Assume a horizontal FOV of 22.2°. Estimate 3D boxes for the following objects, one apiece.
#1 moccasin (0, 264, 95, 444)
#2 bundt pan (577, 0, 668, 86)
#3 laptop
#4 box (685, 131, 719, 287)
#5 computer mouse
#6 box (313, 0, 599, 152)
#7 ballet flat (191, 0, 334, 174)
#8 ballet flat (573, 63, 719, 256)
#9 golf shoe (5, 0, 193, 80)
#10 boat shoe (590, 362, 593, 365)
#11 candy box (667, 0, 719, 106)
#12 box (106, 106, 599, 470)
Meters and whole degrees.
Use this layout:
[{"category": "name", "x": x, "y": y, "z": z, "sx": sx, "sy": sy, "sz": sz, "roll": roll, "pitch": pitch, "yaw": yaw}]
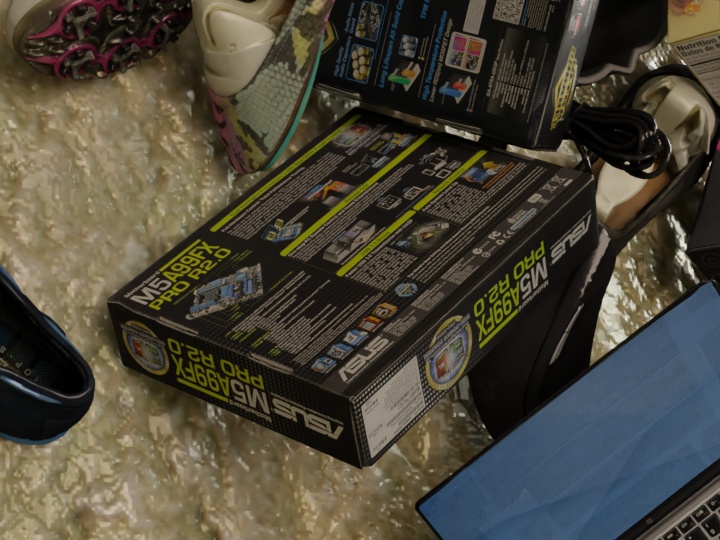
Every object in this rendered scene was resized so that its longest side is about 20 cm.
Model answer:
[{"category": "moccasin", "x": -0.196, "y": -0.004, "z": 0.837, "sx": 0.200, "sy": 0.068, "sz": 0.081, "roll": 38, "pitch": 57, "yaw": -16}, {"category": "bundt pan", "x": 0.087, "y": -0.190, "z": 1.078, "sx": 0.201, "sy": 0.076, "sz": 0.203, "roll": 12, "pitch": 67, "yaw": -29}, {"category": "laptop", "x": 0.165, "y": 0.147, "z": 0.930, "sx": 0.187, "sy": 0.116, "sz": 0.200, "roll": -37, "pitch": 75, "yaw": 0}, {"category": "box", "x": 0.304, "y": -0.002, "z": 1.098, "sx": 0.200, "sy": 0.122, "sz": 0.106, "roll": 43, "pitch": 55, "yaw": -33}, {"category": "computer mouse", "x": 0.081, "y": -0.007, "z": 0.996, "sx": 0.046, "sy": 0.140, "sz": 0.201, "roll": 8, "pitch": 107, "yaw": -38}, {"category": "box", "x": 0.051, "y": -0.177, "z": 0.956, "sx": 0.046, "sy": 0.158, "sz": 0.201, "roll": -6, "pitch": 112, "yaw": -66}, {"category": "ballet flat", "x": -0.042, "y": -0.147, "z": 0.933, "sx": 0.071, "sy": 0.069, "sz": 0.201, "roll": 14, "pitch": 111, "yaw": -40}, {"category": "ballet flat", "x": 0.173, "y": -0.069, "z": 1.091, "sx": 0.068, "sy": 0.068, "sz": 0.200, "roll": 36, "pitch": 55, "yaw": 3}, {"category": "golf shoe", "x": -0.116, "y": -0.167, "z": 0.954, "sx": 0.092, "sy": 0.073, "sz": 0.200, "roll": 39, "pitch": 52, "yaw": 17}, {"category": "boat shoe", "x": 0.191, "y": 0.125, "z": 1.036, "sx": 0.200, "sy": 0.062, "sz": 0.075, "roll": 47, "pitch": 57, "yaw": -9}, {"category": "candy box", "x": 0.254, "y": -0.142, "z": 1.132, "sx": 0.200, "sy": 0.055, "sz": 0.116, "roll": 37, "pitch": 49, "yaw": -46}, {"category": "box", "x": 0.000, "y": 0.000, "z": 0.911, "sx": 0.200, "sy": 0.160, "sz": 0.044, "roll": -41, "pitch": 135, "yaw": -36}]
